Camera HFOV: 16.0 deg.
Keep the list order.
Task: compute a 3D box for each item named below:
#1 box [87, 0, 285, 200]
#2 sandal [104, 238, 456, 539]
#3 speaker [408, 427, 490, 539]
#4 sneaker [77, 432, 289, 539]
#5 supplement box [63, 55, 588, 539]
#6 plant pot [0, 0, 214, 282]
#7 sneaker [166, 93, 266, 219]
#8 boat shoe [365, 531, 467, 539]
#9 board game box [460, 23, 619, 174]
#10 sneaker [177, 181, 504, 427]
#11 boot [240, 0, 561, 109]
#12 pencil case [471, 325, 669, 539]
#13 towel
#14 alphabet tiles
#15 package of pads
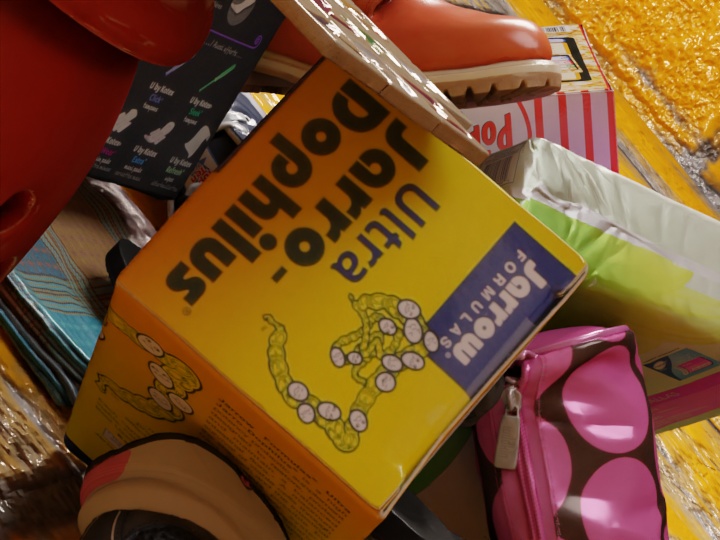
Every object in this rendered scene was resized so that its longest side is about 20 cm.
[{"bbox_3d":[-0.095,-0.149,1.095,0.122,0.200,0.106,36,9,23],"label":"box"},{"bbox_3d":[-0.025,0.044,1.021,0.200,0.045,0.075,40,8,29],"label":"sandal"},{"bbox_3d":[0.083,0.130,1.189,0.200,0.088,0.089,43,14,-23],"label":"speaker"},{"bbox_3d":[-0.035,0.152,0.818,0.200,0.080,0.086,48,39,-22],"label":"sneaker"},{"bbox_3d":[-0.020,0.030,0.863,0.109,0.109,0.200,40,-21,3],"label":"supplement box"},{"bbox_3d":[-0.158,-0.090,0.830,0.200,0.182,0.200,48,12,-13],"label":"plant pot"},{"bbox_3d":[-0.094,-0.078,1.234,0.200,0.070,0.109,48,12,-16],"label":"sneaker"},{"bbox_3d":[0.043,0.159,0.995,0.062,0.075,0.200,20,20,-22],"label":"boat shoe"},{"bbox_3d":[0.044,-0.081,1.264,0.200,0.151,0.046,-85,170,-76],"label":"board game box"},{"bbox_3d":[0.000,0.000,1.080,0.200,0.079,0.074,37,-31,47],"label":"sneaker"},{"bbox_3d":[0.001,-0.125,1.135,0.199,0.108,0.075,11,5,30],"label":"boot"},{"bbox_3d":[0.091,0.126,1.087,0.094,0.090,0.201,9,67,-75],"label":"pencil case"},{"bbox_3d":[-0.117,-0.006,1.065,0.147,0.022,0.200,52,14,11],"label":"towel"},{"bbox_3d":[-0.041,-0.110,0.788,0.200,0.008,0.167,48,9,32],"label":"alphabet tiles"},{"bbox_3d":[0.094,0.015,1.184,0.200,0.154,0.068,24,61,-34],"label":"package of pads"}]
